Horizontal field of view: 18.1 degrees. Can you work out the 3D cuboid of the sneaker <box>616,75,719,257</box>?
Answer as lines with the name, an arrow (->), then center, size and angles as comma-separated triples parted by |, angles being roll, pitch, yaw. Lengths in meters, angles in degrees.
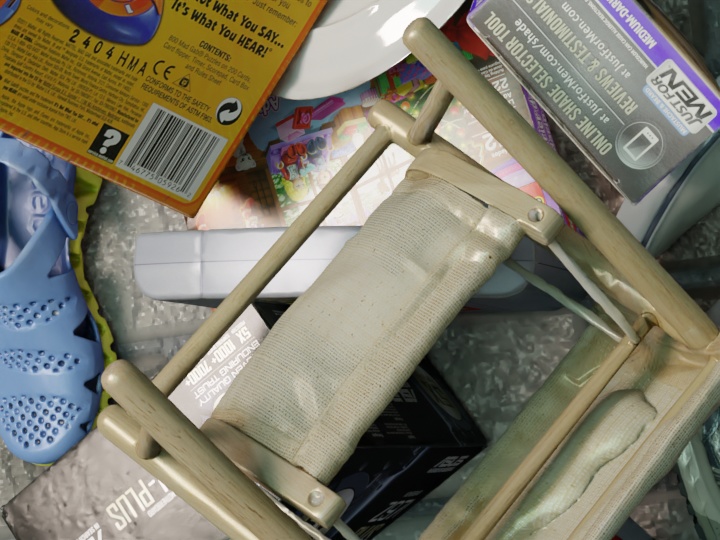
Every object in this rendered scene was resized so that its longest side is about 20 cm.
sneaker -> 0.204, -0.070, 1.085 | 0.071, 0.073, 0.200 | 47, 105, 15

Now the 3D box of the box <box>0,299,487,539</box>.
box -> -0.050, 0.101, 1.105 | 0.164, 0.200, 0.086 | -40, 73, 14

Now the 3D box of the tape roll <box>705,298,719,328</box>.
tape roll -> 0.236, 0.076, 0.998 | 0.066, 0.200, 0.201 | -44, 74, 15

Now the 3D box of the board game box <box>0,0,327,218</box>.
board game box -> -0.145, -0.184, 1.119 | 0.200, 0.199, 0.200 | -57, 42, 9

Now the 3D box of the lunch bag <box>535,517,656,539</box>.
lunch bag -> 0.058, 0.185, 1.023 | 0.076, 0.160, 0.200 | 44, 107, 11

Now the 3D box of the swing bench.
swing bench -> 0.029, 0.046, 0.929 | 0.200, 0.130, 0.199 | 41, 76, 3

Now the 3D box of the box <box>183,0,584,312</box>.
box -> 0.003, -0.048, 1.177 | 0.199, 0.039, 0.138 | -21, 81, 18

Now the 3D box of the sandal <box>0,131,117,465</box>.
sandal -> -0.182, 0.005, 1.222 | 0.079, 0.087, 0.202 | -7, 87, 18

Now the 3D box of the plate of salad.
plate of salad -> 0.012, -0.169, 1.148 | 0.199, 0.048, 0.201 | -27, 45, 31

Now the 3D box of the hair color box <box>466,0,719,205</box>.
hair color box -> 0.108, -0.105, 1.041 | 0.065, 0.200, 0.109 | -42, 96, 13

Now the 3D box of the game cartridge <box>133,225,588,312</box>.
game cartridge -> 0.000, 0.000, 1.085 | 0.199, 0.133, 0.041 | -1, 82, 20

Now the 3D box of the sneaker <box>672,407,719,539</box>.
sneaker -> 0.205, 0.113, 1.081 | 0.086, 0.078, 0.201 | -21, 90, 14
